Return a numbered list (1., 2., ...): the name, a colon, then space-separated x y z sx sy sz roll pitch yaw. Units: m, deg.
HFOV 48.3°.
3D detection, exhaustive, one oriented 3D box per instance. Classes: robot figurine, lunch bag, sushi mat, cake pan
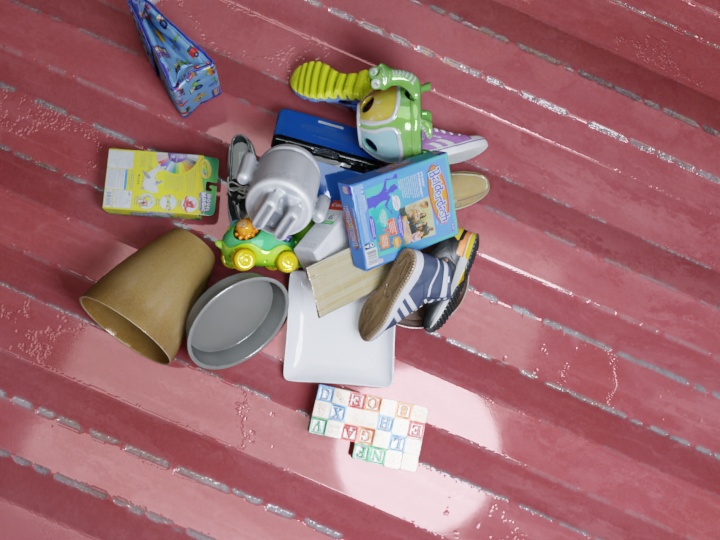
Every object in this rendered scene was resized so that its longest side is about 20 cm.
1. robot figurine: -0.127 -0.137 1.351 0.169 0.113 0.200 30 35 -18
2. lunch bag: -0.350 -0.402 1.459 0.094 0.151 0.200 -36 86 -9
3. sushi mat: 0.000 0.000 1.378 0.200 0.012 0.096 -26 112 -26
4. cake pan: -0.216 0.084 1.387 0.200 0.200 0.037 -39 55 -9

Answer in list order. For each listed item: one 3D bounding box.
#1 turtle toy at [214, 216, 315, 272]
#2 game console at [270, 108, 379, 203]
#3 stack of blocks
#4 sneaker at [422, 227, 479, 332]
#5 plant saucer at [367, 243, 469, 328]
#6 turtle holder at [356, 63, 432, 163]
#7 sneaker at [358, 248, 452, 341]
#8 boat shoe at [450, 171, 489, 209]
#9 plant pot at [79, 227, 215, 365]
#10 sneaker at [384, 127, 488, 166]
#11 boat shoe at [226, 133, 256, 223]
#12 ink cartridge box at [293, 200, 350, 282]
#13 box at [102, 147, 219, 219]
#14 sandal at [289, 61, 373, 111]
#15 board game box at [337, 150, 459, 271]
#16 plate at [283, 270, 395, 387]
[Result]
1. turtle toy: -0.156 -0.050 1.417 0.200 0.146 0.101 2 92 -21
2. game console: -0.075 -0.190 1.491 0.200 0.118 0.171 15 39 -9
3. stack of blocks: 0.010 0.279 1.430 0.200 0.059 0.115 13 81 -3
4. sneaker: 0.141 0.012 1.453 0.090 0.070 0.200 23 81 17
5. plant saucer: 0.101 0.009 1.493 0.200 0.034 0.201 1 81 -4
6. turtle holder: 0.059 -0.263 1.402 0.132 0.186 0.141 -1 81 5
7. sneaker: 0.082 0.052 1.388 0.108 0.200 0.070 10 36 -34
8. boat shoe: 0.150 -0.147 1.500 0.200 0.076 0.072 -13 82 -7
9. plant pot: -0.345 0.030 1.392 0.186 0.186 0.200 34 66 1
10. sneaker: 0.136 -0.257 1.520 0.200 0.073 0.114 -10 79 -6
11. boat shoe: -0.210 -0.151 1.474 0.073 0.068 0.200 -1 82 -5
12. ink cartridge box: -0.029 -0.061 1.421 0.050 0.109 0.200 9 48 35
13. box: -0.362 -0.157 1.474 0.200 0.048 0.118 4 81 -2
14. sandal: -0.039 -0.336 1.512 0.200 0.087 0.080 16 77 19
15. board game box: 0.068 -0.104 1.361 0.200 0.045 0.152 -21 113 -26
16. plate: -0.034 0.105 1.450 0.199 0.032 0.200 3 87 6
